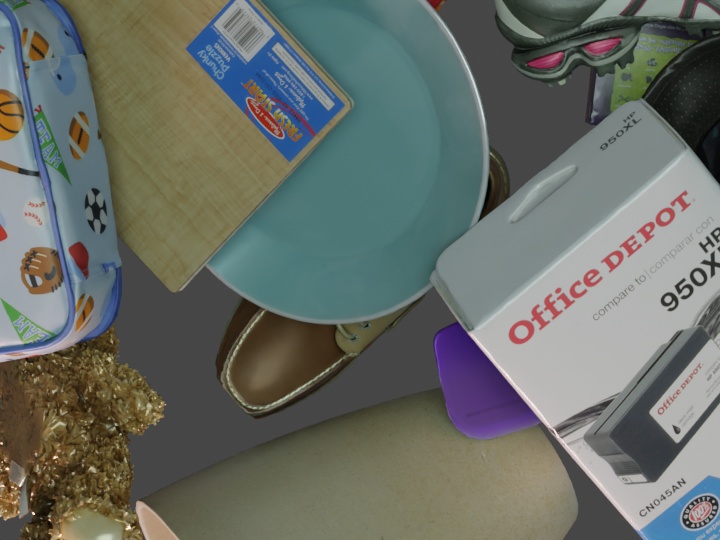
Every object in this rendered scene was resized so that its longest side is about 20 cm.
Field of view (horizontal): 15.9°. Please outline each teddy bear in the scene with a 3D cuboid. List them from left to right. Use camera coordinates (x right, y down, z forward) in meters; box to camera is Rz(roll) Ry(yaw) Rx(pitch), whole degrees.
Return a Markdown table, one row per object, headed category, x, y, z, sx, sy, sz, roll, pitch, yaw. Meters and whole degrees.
| category | x | y | z | sx | sy | sz | roll | pitch | yaw |
| --- | --- | --- | --- | --- | --- | --- | --- | --- | --- |
| teddy bear | -0.154 | 0.096 | 1.385 | 0.066 | 0.200 | 0.146 | 10 | 120 | -29 |

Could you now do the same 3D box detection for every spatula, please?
| category | x | y | z | sx | sy | sz | roll | pitch | yaw |
| --- | --- | --- | --- | --- | --- | --- | --- | --- | --- |
| spatula | 0.044 | -0.009 | 1.364 | 0.056 | 0.021 | 0.201 | -15 | 77 | -21 |

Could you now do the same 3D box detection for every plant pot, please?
| category | x | y | z | sx | sy | sz | roll | pitch | yaw |
| --- | --- | --- | --- | --- | --- | --- | --- | --- | --- |
| plant pot | 0.011 | 0.149 | 1.387 | 0.199 | 0.187 | 0.188 | -33 | 94 | -14 |

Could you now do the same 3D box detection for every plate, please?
| category | x | y | z | sx | sy | sz | roll | pitch | yaw |
| --- | --- | --- | --- | --- | --- | --- | --- | --- | --- |
| plate | -0.021 | -0.071 | 1.349 | 0.199 | 0.026 | 0.202 | 7 | 106 | 24 |

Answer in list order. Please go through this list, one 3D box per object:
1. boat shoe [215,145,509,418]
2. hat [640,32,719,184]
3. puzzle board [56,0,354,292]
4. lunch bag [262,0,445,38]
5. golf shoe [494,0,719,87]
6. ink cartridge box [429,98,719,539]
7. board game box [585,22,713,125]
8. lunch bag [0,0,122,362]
| category | x | y | z | sx | sy | sz | roll | pitch | yaw |
| --- | --- | --- | --- | --- | --- | --- | --- | --- | --- |
| boat shoe | 0.000 | 0.000 | 1.414 | 0.200 | 0.074 | 0.076 | -45 | 95 | 2 |
| hat | 0.226 | -0.050 | 1.391 | 0.199 | 0.081 | 0.202 | -1 | 111 | -3 |
| puzzle board | -0.117 | -0.110 | 1.353 | 0.200 | 0.017 | 0.151 | 46 | 114 | 3 |
| lunch bag | -0.029 | -0.206 | 1.362 | 0.200 | 0.082 | 0.176 | 44 | 123 | -4 |
| golf shoe | 0.165 | -0.168 | 1.364 | 0.199 | 0.077 | 0.089 | -21 | 121 | -1 |
| ink cartridge box | 0.153 | 0.037 | 1.315 | 0.144 | 0.084 | 0.200 | -40 | 115 | 4 |
| board game box | 0.230 | -0.130 | 1.434 | 0.198 | 0.032 | 0.121 | 6 | 98 | -3 |
| lunch bag | -0.213 | -0.049 | 1.345 | 0.159 | 0.075 | 0.202 | -9 | 94 | 24 |
